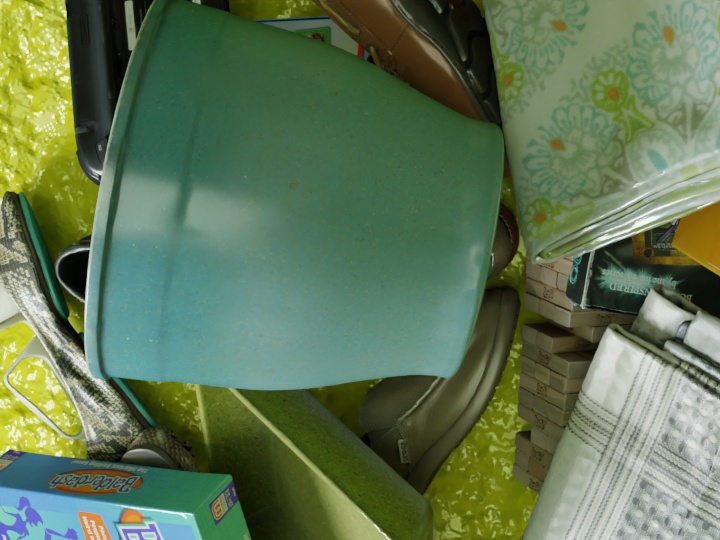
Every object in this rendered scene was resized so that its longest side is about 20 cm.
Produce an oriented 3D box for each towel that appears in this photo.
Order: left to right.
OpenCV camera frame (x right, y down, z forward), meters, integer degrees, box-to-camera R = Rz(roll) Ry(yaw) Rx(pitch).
[{"bbox_3d":[0.141,-0.118,0.681,0.170,0.048,0.202,-22,66,40],"label":"towel"},{"bbox_3d":[0.189,0.134,0.718,0.192,0.034,0.202,36,116,33],"label":"towel"}]

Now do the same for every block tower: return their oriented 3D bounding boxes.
[{"bbox_3d":[0.135,0.038,0.814,0.053,0.058,0.202,-3,104,-27],"label":"block tower"}]

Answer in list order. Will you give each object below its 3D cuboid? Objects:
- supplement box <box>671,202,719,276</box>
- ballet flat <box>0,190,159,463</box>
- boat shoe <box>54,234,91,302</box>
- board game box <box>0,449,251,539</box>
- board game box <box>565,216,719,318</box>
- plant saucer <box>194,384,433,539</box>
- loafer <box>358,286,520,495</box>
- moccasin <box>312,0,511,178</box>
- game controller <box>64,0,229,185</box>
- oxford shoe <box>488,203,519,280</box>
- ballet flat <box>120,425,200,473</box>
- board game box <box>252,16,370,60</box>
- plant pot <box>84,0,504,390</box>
[{"bbox_3d":[0.307,-0.060,0.687,0.198,0.133,0.199,15,102,-16],"label":"supplement box"},{"bbox_3d":[-0.213,0.048,0.892,0.075,0.068,0.201,-30,95,-8],"label":"ballet flat"},{"bbox_3d":[-0.111,0.022,0.843,0.198,0.056,0.069,18,110,29],"label":"boat shoe"},{"bbox_3d":[-0.153,0.201,0.873,0.198,0.045,0.154,0,116,33],"label":"board game box"},{"bbox_3d":[0.227,-0.031,0.764,0.198,0.028,0.137,9,104,-15],"label":"board game box"},{"bbox_3d":[-0.020,0.155,0.816,0.199,0.048,0.201,39,149,32],"label":"plant saucer"},{"bbox_3d":[0.036,0.090,0.845,0.067,0.076,0.201,30,106,1],"label":"loafer"},{"bbox_3d":[0.022,-0.130,0.752,0.201,0.074,0.077,44,127,-18],"label":"moccasin"},{"bbox_3d":[-0.132,-0.150,0.821,0.103,0.042,0.202,-7,74,-3],"label":"game controller"},{"bbox_3d":[0.000,0.000,0.835,0.198,0.075,0.071,-19,99,16],"label":"oxford shoe"},{"bbox_3d":[-0.110,0.194,0.907,0.067,0.046,0.202,-11,111,23],"label":"ballet flat"},{"bbox_3d":[-0.054,-0.082,0.820,0.198,0.037,0.153,0,72,12],"label":"board game box"},{"bbox_3d":[-0.028,-0.025,0.686,0.186,0.200,0.202,11,103,-2],"label":"plant pot"}]
